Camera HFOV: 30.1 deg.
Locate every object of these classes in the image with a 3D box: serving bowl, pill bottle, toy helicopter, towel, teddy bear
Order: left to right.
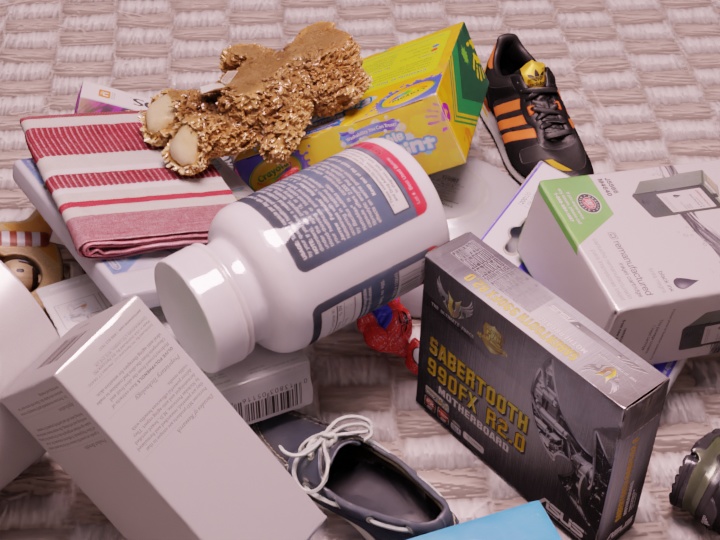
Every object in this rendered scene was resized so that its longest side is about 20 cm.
[{"bbox_3d":[-0.272,-0.023,1.157,0.132,0.079,0.200,22,49,5],"label":"toy helicopter"},{"bbox_3d":[-0.189,-0.075,1.101,0.144,0.023,0.200,-6,37,-27],"label":"towel"},{"bbox_3d":[-0.089,-0.140,1.139,0.145,0.067,0.200,25,52,38],"label":"teddy bear"},{"bbox_3d":[-0.045,-0.009,0.991,0.200,0.120,0.120,-27,49,-25],"label":"pill bottle"},{"bbox_3d":[0.068,-0.047,1.201,0.200,0.066,0.200,1,41,-1],"label":"serving bowl"}]

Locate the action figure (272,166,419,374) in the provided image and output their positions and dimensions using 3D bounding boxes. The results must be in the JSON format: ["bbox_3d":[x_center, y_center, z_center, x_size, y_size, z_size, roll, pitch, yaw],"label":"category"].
[{"bbox_3d":[0.000,0.000,1.114,0.200,0.052,0.065,59,29,10],"label":"action figure"}]

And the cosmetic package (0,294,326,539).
[{"bbox_3d":[-0.132,0.126,0.889,0.108,0.200,0.085,-20,23,53],"label":"cosmetic package"}]

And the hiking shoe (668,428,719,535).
[{"bbox_3d":[0.326,0.140,1.001,0.200,0.076,0.101,-34,60,-21],"label":"hiking shoe"}]

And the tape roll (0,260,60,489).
[{"bbox_3d":[-0.320,0.080,0.950,0.203,0.203,0.139,27,48,26],"label":"tape roll"}]

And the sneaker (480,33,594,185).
[{"bbox_3d":[0.168,-0.154,1.303,0.070,0.090,0.200,-12,43,-14],"label":"sneaker"}]

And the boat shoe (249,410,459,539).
[{"bbox_3d":[-0.012,0.148,0.981,0.075,0.062,0.200,-36,51,-27],"label":"boat shoe"}]

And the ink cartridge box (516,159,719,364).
[{"bbox_3d":[0.250,-0.008,1.076,0.200,0.084,0.146,-9,49,-20],"label":"ink cartridge box"}]

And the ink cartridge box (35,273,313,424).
[{"bbox_3d":[-0.150,0.058,1.049,0.160,0.047,0.200,-18,37,-21],"label":"ink cartridge box"}]

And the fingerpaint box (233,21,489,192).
[{"bbox_3d":[0.006,-0.134,1.217,0.200,0.073,0.167,-17,26,22],"label":"fingerpaint box"}]

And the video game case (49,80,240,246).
[{"bbox_3d":[-0.177,-0.079,1.208,0.181,0.036,0.200,14,41,-15],"label":"video game case"}]

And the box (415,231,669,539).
[{"bbox_3d":[0.125,0.088,0.980,0.048,0.159,0.200,-29,50,-29],"label":"box"}]

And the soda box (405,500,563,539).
[{"bbox_3d":[0.042,0.224,0.897,0.200,0.064,0.068,-14,44,-16],"label":"soda box"}]

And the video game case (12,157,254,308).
[{"bbox_3d":[-0.162,-0.044,1.103,0.182,0.022,0.200,-12,41,-36],"label":"video game case"}]

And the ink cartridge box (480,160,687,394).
[{"bbox_3d":[0.196,0.013,1.134,0.200,0.043,0.198,29,49,15],"label":"ink cartridge box"}]
